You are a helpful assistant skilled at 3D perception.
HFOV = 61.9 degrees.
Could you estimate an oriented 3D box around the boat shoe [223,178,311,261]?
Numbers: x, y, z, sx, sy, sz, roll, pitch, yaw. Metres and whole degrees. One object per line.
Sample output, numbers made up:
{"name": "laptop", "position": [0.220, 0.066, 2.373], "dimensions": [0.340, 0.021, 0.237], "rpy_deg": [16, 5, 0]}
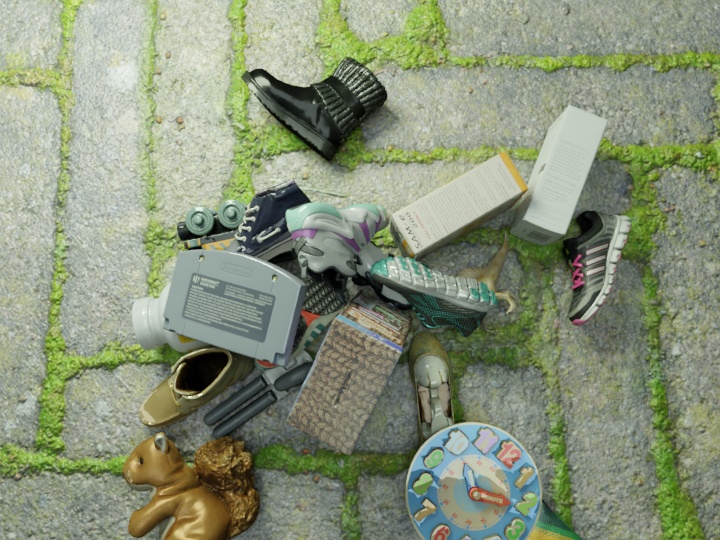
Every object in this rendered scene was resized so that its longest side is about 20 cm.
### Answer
{"name": "boat shoe", "position": [-0.158, -0.062, 0.891], "dimensions": [0.199, 0.075, 0.093], "rpy_deg": [-27, 116, -7]}

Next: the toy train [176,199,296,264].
{"name": "toy train", "position": [-0.194, -0.056, 0.970], "dimensions": [0.199, 0.085, 0.115], "rpy_deg": [-12, 91, -1]}

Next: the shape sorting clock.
{"name": "shape sorting clock", "position": [0.164, 0.323, 0.872], "dimensions": [0.199, 0.039, 0.201], "rpy_deg": [0, 81, -1]}

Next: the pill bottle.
{"name": "pill bottle", "position": [-0.242, 0.065, 0.934], "dimensions": [0.199, 0.112, 0.113], "rpy_deg": [-11, 82, -1]}

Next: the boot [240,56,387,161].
{"name": "boot", "position": [-0.076, -0.303, 1.000], "dimensions": [0.211, 0.079, 0.158], "rpy_deg": [39, 91, -5]}

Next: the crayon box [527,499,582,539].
{"name": "crayon box", "position": [0.233, 0.446, 0.900], "dimensions": [0.119, 0.058, 0.200], "rpy_deg": [44, 84, 7]}

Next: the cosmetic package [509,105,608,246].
{"name": "cosmetic package", "position": [0.315, -0.148, 0.965], "dimensions": [0.074, 0.102, 0.201], "rpy_deg": [21, 82, 2]}

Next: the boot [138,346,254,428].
{"name": "boot", "position": [-0.262, 0.175, 0.896], "dimensions": [0.199, 0.155, 0.073], "rpy_deg": [-28, 83, -3]}

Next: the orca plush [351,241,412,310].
{"name": "orca plush", "position": [0.000, 0.000, 0.961], "dimensions": [0.200, 0.105, 0.071], "rpy_deg": [37, 122, -14]}

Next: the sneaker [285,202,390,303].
{"name": "sneaker", "position": [-0.023, -0.023, 0.871], "dimensions": [0.077, 0.199, 0.141], "rpy_deg": [-10, 87, 43]}

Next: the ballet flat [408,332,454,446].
{"name": "ballet flat", "position": [0.115, 0.195, 0.935], "dimensions": [0.070, 0.071, 0.201], "rpy_deg": [-5, 82, 0]}

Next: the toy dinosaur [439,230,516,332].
{"name": "toy dinosaur", "position": [0.203, 0.029, 0.962], "dimensions": [0.101, 0.058, 0.200], "rpy_deg": [42, 84, 7]}

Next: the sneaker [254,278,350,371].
{"name": "sneaker", "position": [-0.096, 0.083, 0.934], "dimensions": [0.070, 0.093, 0.200], "rpy_deg": [42, 44, 5]}

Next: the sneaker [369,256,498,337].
{"name": "sneaker", "position": [0.102, 0.046, 0.905], "dimensions": [0.199, 0.078, 0.092], "rpy_deg": [20, 116, -5]}

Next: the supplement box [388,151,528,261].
{"name": "supplement box", "position": [0.147, -0.093, 0.946], "dimensions": [0.199, 0.126, 0.074], "rpy_deg": [-30, 83, -4]}

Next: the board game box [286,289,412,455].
{"name": "board game box", "position": [-0.007, 0.135, 0.858], "dimensions": [0.096, 0.200, 0.160], "rpy_deg": [26, 102, 5]}

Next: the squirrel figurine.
{"name": "squirrel figurine", "position": [-0.255, 0.326, 0.904], "dimensions": [0.199, 0.142, 0.187], "rpy_deg": [-24, 71, -17]}

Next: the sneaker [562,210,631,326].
{"name": "sneaker", "position": [0.358, -0.011, 0.959], "dimensions": [0.087, 0.074, 0.201], "rpy_deg": [23, 78, 4]}

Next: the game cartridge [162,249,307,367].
{"name": "game cartridge", "position": [-0.175, 0.043, 0.836], "dimensions": [0.199, 0.042, 0.134], "rpy_deg": [15, 86, 18]}

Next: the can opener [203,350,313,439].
{"name": "can opener", "position": [-0.158, 0.192, 0.943], "dimensions": [0.200, 0.066, 0.053], "rpy_deg": [-35, 84, 1]}
